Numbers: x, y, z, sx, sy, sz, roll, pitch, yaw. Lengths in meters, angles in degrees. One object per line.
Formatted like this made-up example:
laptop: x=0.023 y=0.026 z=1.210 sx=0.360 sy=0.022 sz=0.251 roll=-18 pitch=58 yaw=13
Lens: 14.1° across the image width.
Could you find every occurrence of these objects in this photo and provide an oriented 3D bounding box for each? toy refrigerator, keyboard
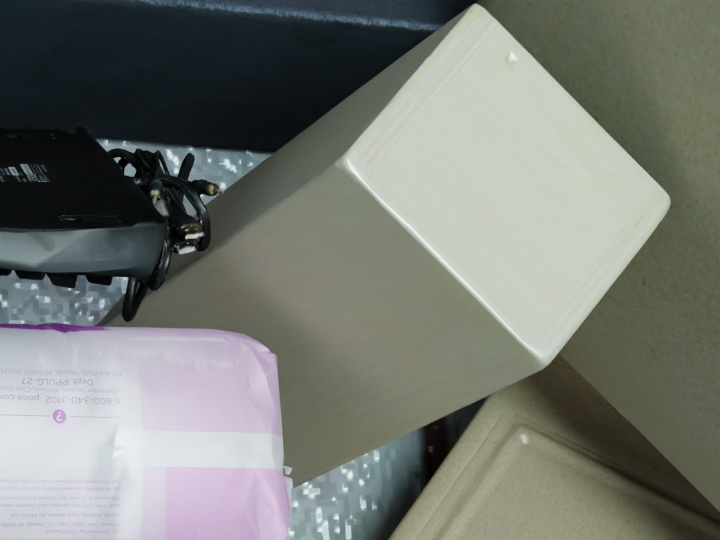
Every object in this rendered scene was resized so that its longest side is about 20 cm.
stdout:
toy refrigerator: x=0.000 y=0.000 z=0.820 sx=0.076 sy=0.200 sz=0.070 roll=44 pitch=62 yaw=-7
keyboard: x=-0.089 y=-0.009 z=0.787 sx=0.103 sy=0.200 sz=0.040 roll=0 pitch=101 yaw=-11

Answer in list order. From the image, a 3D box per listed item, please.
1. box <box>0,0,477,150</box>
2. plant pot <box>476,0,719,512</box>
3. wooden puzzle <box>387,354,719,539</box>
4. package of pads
box: x=-0.075 y=-0.150 z=0.870 sx=0.199 sy=0.124 sz=0.198 roll=4 pitch=72 yaw=-25
plant pot: x=0.150 y=-0.063 z=0.788 sx=0.199 sy=0.178 sz=0.200 roll=-31 pitch=57 yaw=-22
wooden puzzle: x=0.079 y=0.133 z=0.824 sx=0.184 sy=0.037 sz=0.200 roll=26 pitch=61 yaw=18
package of pads: x=-0.129 y=0.052 z=0.788 sx=0.199 sy=0.120 sz=0.076 roll=3 pitch=80 yaw=-25
